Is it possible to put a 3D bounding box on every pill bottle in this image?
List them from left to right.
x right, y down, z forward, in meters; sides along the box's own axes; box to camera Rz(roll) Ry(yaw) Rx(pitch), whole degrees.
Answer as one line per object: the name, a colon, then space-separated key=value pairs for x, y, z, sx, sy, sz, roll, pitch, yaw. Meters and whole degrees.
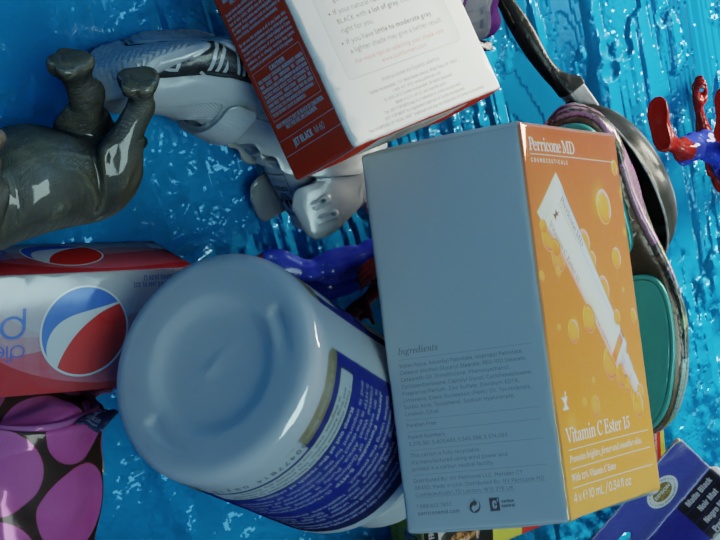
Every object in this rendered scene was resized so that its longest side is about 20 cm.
pill bottle: x=-0.031 y=0.078 z=0.875 sx=0.120 sy=0.119 sz=0.200 roll=-59 pitch=147 yaw=-3

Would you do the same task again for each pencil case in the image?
pencil case: x=-0.183 y=0.160 z=0.884 sx=0.093 sy=0.090 sz=0.202 roll=-14 pitch=116 yaw=-55

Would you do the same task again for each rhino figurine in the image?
rhino figurine: x=-0.190 y=-0.040 z=0.782 sx=0.199 sy=0.060 sz=0.088 roll=-23 pitch=140 yaw=-28

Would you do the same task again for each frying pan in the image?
frying pan: x=0.140 y=-0.087 z=1.016 sx=0.031 sy=0.115 sz=0.191 roll=-30 pitch=74 yaw=-15

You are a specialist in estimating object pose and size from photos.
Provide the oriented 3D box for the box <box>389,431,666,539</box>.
box: x=0.111 y=0.130 z=1.071 sx=0.199 sy=0.050 sz=0.076 roll=-17 pitch=112 yaw=-27

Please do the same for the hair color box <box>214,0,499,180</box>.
hair color box: x=-0.021 y=-0.161 z=0.839 sx=0.110 sy=0.064 sz=0.201 roll=-24 pitch=91 yaw=-37

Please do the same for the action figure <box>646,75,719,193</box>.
action figure: x=0.245 y=-0.105 z=1.060 sx=0.200 sy=0.065 sz=0.100 roll=21 pitch=68 yaw=-62

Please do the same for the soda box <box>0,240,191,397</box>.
soda box: x=-0.189 y=0.026 z=0.850 sx=0.199 sy=0.063 sz=0.071 roll=-3 pitch=106 yaw=-31

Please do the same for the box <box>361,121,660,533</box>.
box: x=0.083 y=0.030 z=0.863 sx=0.124 sy=0.097 sz=0.202 roll=-3 pitch=84 yaw=-58

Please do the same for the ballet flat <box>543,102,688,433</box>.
ballet flat: x=0.156 y=-0.005 z=0.956 sx=0.071 sy=0.069 sz=0.202 roll=-33 pitch=108 yaw=-61

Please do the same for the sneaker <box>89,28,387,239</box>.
sneaker: x=-0.060 y=-0.075 z=0.891 sx=0.199 sy=0.075 sz=0.116 roll=-9 pitch=106 yaw=-32

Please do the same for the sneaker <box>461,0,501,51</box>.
sneaker: x=0.071 y=-0.229 z=0.943 sx=0.087 sy=0.074 sz=0.202 roll=2 pitch=110 yaw=-51

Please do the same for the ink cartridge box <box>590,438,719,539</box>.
ink cartridge box: x=0.218 y=0.242 z=1.142 sx=0.200 sy=0.041 sz=0.200 roll=-50 pitch=132 yaw=1

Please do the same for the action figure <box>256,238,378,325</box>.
action figure: x=0.000 y=0.000 z=0.941 sx=0.199 sy=0.052 sz=0.066 roll=-19 pitch=157 yaw=-17
